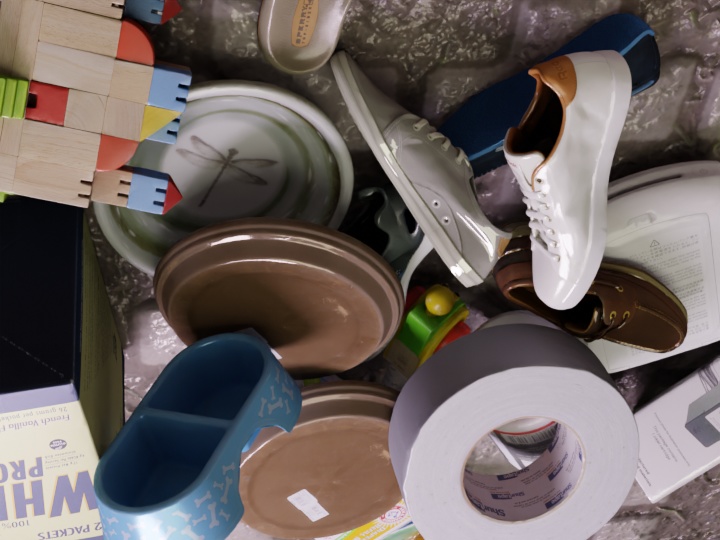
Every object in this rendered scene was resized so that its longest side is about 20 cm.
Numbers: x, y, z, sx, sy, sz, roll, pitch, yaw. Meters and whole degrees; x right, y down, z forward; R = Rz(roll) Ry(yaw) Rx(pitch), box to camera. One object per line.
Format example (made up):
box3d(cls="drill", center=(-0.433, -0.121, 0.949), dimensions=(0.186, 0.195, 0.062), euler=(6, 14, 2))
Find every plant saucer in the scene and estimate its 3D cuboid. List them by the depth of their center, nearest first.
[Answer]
box3d(cls="plant saucer", center=(-0.106, -0.072, 0.902), dimensions=(0.198, 0.050, 0.201), euler=(-7, 134, -7))
box3d(cls="plant saucer", center=(-0.065, 0.031, 0.921), dimensions=(0.198, 0.030, 0.201), euler=(2, 144, 1))
box3d(cls="plant saucer", center=(-0.031, 0.173, 1.014), dimensions=(0.198, 0.030, 0.201), euler=(-9, 135, -9))

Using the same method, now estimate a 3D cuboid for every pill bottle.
box3d(cls="pill bottle", center=(0.170, 0.128, 1.106), dimensions=(0.113, 0.115, 0.200), euler=(-24, 148, 9))

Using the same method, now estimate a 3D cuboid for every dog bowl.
box3d(cls="dog bowl", center=(-0.121, 0.124, 0.859), dimensions=(0.111, 0.201, 0.050), euler=(5, 133, 27))

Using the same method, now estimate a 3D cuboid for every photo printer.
box3d(cls="photo printer", center=(0.259, -0.006, 1.046), dimensions=(0.165, 0.070, 0.201), euler=(-19, 134, 6))

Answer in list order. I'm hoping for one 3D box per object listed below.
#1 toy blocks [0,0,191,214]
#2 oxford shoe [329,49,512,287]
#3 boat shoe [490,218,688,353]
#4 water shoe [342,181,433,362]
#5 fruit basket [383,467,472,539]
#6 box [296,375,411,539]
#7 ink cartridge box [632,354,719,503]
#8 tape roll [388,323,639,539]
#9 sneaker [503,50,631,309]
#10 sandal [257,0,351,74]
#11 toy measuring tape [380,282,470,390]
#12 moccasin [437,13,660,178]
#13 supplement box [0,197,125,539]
box3d(cls="toy blocks", center=(-0.174, -0.121, 0.780), dimensions=(0.135, 0.100, 0.202), euler=(10, 103, -12))
box3d(cls="oxford shoe", center=(0.046, -0.083, 0.866), dimensions=(0.058, 0.075, 0.201), euler=(-35, 89, 10))
box3d(cls="boat shoe", center=(0.190, 0.030, 0.973), dimensions=(0.199, 0.068, 0.072), euler=(25, 133, -21))
box3d(cls="water shoe", center=(0.000, 0.000, 0.972), dimensions=(0.078, 0.072, 0.201), euler=(-6, 136, -34))
box3d(cls="fruit basket", center=(0.056, 0.318, 1.213), dimensions=(0.184, 0.201, 0.094), euler=(-23, 136, 9))
box3d(cls="box", center=(-0.040, 0.173, 1.110), dimensions=(0.101, 0.113, 0.200), euler=(-35, 131, 17))
box3d(cls="ink cartridge box", center=(0.358, 0.132, 1.151), dimensions=(0.200, 0.084, 0.145), euler=(-37, 168, 19))
box3d(cls="tape roll", center=(0.125, 0.146, 0.962), dimensions=(0.198, 0.066, 0.202), euler=(-5, 118, -9))
box3d(cls="sneaker", center=(0.135, -0.063, 0.857), dimensions=(0.084, 0.073, 0.202), euler=(-7, 117, -21))
box3d(cls="sandal", center=(-0.030, -0.210, 0.786), dimensions=(0.080, 0.054, 0.201), euler=(-1, 133, -14))
box3d(cls="toy measuring tape", center=(0.056, 0.068, 1.079), dimensions=(0.073, 0.074, 0.200), euler=(-1, 148, -14))
box3d(cls="moccasin", center=(0.146, -0.115, 0.904), dimensions=(0.199, 0.081, 0.068), euler=(-28, 131, 14))
box3d(cls="supplement box", center=(-0.265, 0.085, 0.906), dimensions=(0.133, 0.201, 0.201), euler=(-8, 136, -4))
